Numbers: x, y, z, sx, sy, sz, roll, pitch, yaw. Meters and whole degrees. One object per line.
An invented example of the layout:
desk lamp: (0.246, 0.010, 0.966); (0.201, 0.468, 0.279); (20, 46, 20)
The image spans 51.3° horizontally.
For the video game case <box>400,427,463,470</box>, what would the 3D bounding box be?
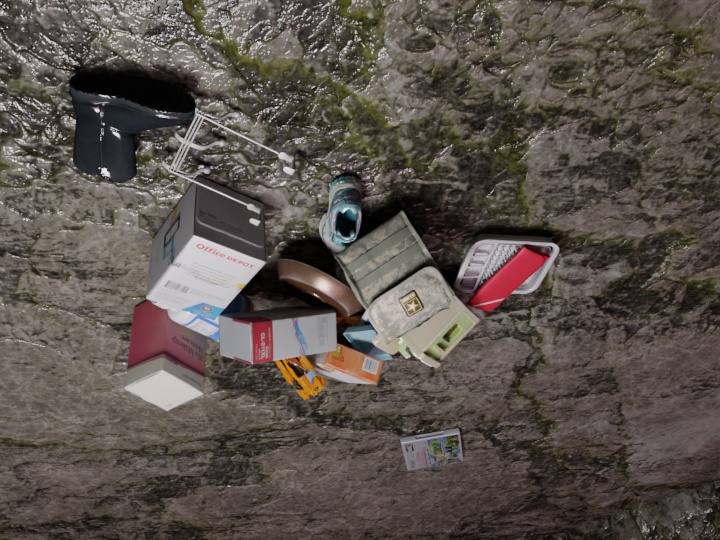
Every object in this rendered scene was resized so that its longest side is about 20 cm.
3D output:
video game case: (0.220, 0.548, 2.292); (0.179, 0.022, 0.201); (-10, 140, 3)

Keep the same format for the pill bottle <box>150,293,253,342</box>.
pill bottle: (-0.325, 0.068, 1.537); (0.112, 0.114, 0.199); (-32, 135, 28)

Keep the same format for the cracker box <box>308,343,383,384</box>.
cracker box: (-0.050, 0.210, 1.713); (0.132, 0.059, 0.199); (24, 165, -19)

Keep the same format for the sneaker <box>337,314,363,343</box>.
sneaker: (-0.014, 0.136, 1.725); (0.197, 0.074, 0.077); (6, 164, -15)

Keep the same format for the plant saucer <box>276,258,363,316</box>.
plant saucer: (-0.089, 0.042, 1.518); (0.198, 0.035, 0.201); (26, 163, 8)

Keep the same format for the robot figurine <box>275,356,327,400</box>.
robot figurine: (-0.158, 0.194, 1.678); (0.058, 0.201, 0.145); (-34, 179, -23)

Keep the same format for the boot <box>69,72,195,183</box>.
boot: (-0.364, -0.219, 1.202); (0.197, 0.077, 0.170); (7, 136, -7)

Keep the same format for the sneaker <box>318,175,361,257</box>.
sneaker: (-0.037, -0.080, 1.423); (0.076, 0.087, 0.201); (-1, 141, -7)

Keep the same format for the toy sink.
toy sink: (0.144, 0.132, 1.613); (0.200, 0.112, 0.130); (-46, 152, 4)

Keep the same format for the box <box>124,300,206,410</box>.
box: (-0.403, 0.167, 1.572); (0.108, 0.202, 0.128); (-24, 139, 21)

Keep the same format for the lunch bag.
lunch bag: (0.068, 0.020, 1.428); (0.163, 0.202, 0.118); (-32, 170, 2)

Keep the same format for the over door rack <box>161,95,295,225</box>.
over door rack: (-0.219, -0.187, 1.264); (0.198, 0.067, 0.148); (31, 130, -11)

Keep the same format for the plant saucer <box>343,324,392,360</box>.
plant saucer: (0.019, 0.163, 1.669); (0.069, 0.019, 0.200); (-7, 153, 12)

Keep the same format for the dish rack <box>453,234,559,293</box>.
dish rack: (0.305, -0.019, 1.593); (0.196, 0.044, 0.173); (2, 139, -12)

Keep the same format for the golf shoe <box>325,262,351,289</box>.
golf shoe: (0.000, 0.000, 1.542); (0.091, 0.076, 0.199); (31, 126, -33)

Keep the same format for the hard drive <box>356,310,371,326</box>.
hard drive: (0.075, 0.059, 1.600); (0.131, 0.026, 0.201); (-22, 158, -32)

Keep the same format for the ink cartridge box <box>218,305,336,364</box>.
ink cartridge box: (-0.164, 0.125, 1.504); (0.198, 0.084, 0.145); (-5, -175, -36)

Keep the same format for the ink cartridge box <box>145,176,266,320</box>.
ink cartridge box: (-0.284, -0.037, 1.386); (0.145, 0.148, 0.200); (21, 133, -31)

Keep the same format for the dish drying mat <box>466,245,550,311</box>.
dish drying mat: (0.312, 0.022, 1.596); (0.076, 0.018, 0.200); (17, 135, -27)
